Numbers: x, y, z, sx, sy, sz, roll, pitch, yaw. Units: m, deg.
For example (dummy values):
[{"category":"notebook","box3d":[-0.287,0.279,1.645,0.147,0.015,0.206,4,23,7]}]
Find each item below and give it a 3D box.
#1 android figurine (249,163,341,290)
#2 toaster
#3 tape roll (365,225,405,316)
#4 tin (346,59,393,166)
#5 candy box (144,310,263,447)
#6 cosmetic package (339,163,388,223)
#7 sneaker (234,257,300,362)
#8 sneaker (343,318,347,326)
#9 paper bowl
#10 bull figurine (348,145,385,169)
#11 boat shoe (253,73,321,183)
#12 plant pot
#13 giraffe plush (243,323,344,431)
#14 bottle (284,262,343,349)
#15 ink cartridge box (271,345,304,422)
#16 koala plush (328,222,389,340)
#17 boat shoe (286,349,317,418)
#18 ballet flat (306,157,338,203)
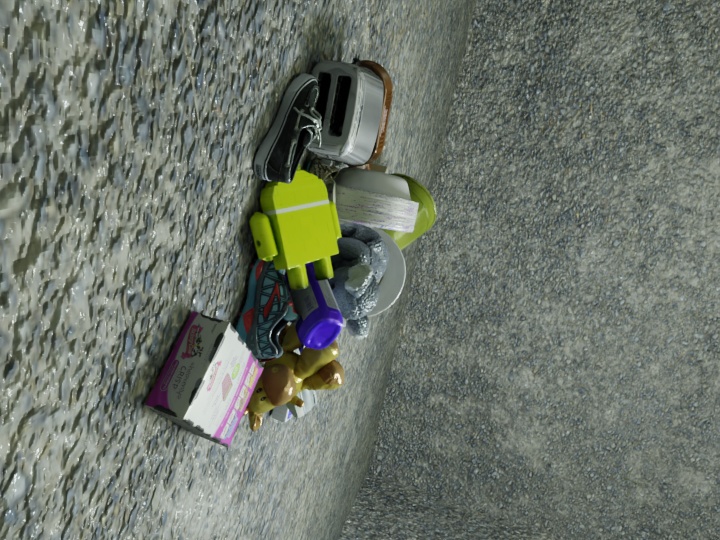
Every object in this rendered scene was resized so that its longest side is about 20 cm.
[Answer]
[{"category":"android figurine","box3d":[-0.099,-0.075,0.881,0.182,0.041,0.200,-23,103,-48]},{"category":"toaster","box3d":[-0.030,-0.281,0.951,0.129,0.114,0.200,-27,131,-71]},{"category":"tape roll","box3d":[0.000,0.000,1.203,0.071,0.202,0.203,-20,124,-86]},{"category":"tin","box3d":[-0.003,-0.300,1.056,0.042,0.112,0.200,-35,139,-57]},{"category":"candy box","box3d":[-0.213,0.162,0.781,0.200,0.061,0.137,83,25,-62]},{"category":"cosmetic package","box3d":[0.007,-0.162,1.362,0.105,0.071,0.200,87,22,-55]},{"category":"sneaker","box3d":[-0.138,0.052,0.903,0.079,0.095,0.200,14,91,-78]},{"category":"sneaker","box3d":[-0.057,0.042,1.355,0.075,0.088,0.200,-2,86,-54]},{"category":"paper bowl","box3d":[0.018,-0.144,1.095,0.201,0.200,0.105,-16,117,-76]},{"category":"bull figurine","box3d":[0.004,-0.272,1.156,0.200,0.065,0.122,96,-20,-61]},{"category":"boat shoe","box3d":[-0.093,-0.219,0.838,0.074,0.068,0.200,86,23,-58]},{"category":"plant pot","box3d":[0.077,-0.129,1.494,0.193,0.200,0.201,-51,156,-37]},{"category":"giraffe plush","box3d":[-0.149,0.186,0.970,0.200,0.173,0.162,-43,172,27]},{"category":"bottle","box3d":[-0.092,0.042,0.957,0.084,0.065,0.200,-53,-141,24]},{"category":"ink cartridge box","box3d":[-0.133,0.226,1.270,0.198,0.043,0.200,-9,116,-77]},{"category":"koala plush","box3d":[-0.018,0.017,1.050,0.200,0.184,0.178,-108,-162,-53]},{"category":"boat shoe","box3d":[-0.127,0.214,1.129,0.071,0.070,0.201,-27,128,-31]},{"category":"ballet flat","box3d":[-0.086,-0.114,0.978,0.068,0.075,0.200,105,5,-67]}]
